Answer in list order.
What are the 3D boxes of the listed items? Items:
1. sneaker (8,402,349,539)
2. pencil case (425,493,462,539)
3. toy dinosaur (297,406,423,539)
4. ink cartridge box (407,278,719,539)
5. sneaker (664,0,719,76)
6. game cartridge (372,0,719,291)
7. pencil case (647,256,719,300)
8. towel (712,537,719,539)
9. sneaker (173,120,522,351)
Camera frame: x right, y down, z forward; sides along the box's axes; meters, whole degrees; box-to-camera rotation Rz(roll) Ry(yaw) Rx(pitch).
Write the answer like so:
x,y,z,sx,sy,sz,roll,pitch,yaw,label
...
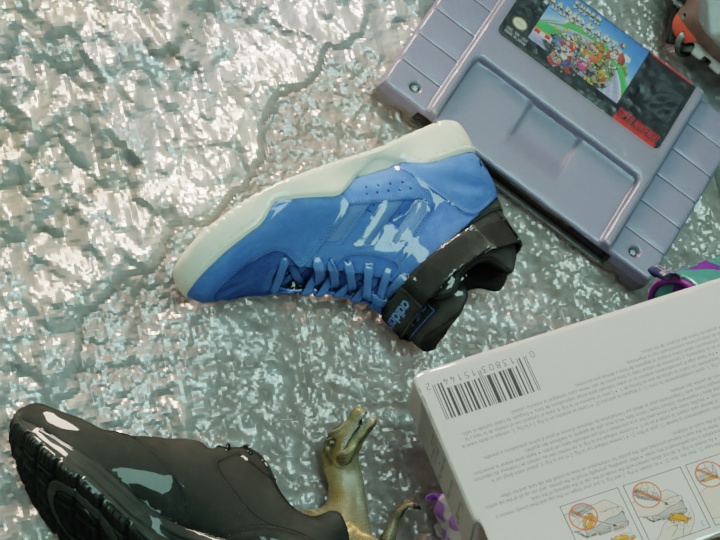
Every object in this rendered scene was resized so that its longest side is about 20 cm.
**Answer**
x,y,z,sx,sy,sz,roll,pitch,yaw,label
-0.096,0.124,1.407,0.199,0.076,0.091,32,57,7,sneaker
0.078,0.209,1.442,0.085,0.084,0.202,-9,68,19,pencil case
-0.020,0.178,1.442,0.101,0.058,0.201,24,68,8,toy dinosaur
0.148,0.109,1.415,0.199,0.045,0.177,-16,63,-14,ink cartridge box
0.231,-0.140,1.628,0.081,0.077,0.201,-21,78,4,sneaker
0.121,-0.097,1.584,0.199,0.038,0.130,36,69,-5,game cartridge
0.263,0.008,1.568,0.199,0.092,0.086,-21,117,-25,pencil case
0.195,0.207,1.457,0.147,0.037,0.201,-5,63,-3,towel
0.000,-0.001,1.485,0.199,0.077,0.112,-23,74,-28,sneaker
